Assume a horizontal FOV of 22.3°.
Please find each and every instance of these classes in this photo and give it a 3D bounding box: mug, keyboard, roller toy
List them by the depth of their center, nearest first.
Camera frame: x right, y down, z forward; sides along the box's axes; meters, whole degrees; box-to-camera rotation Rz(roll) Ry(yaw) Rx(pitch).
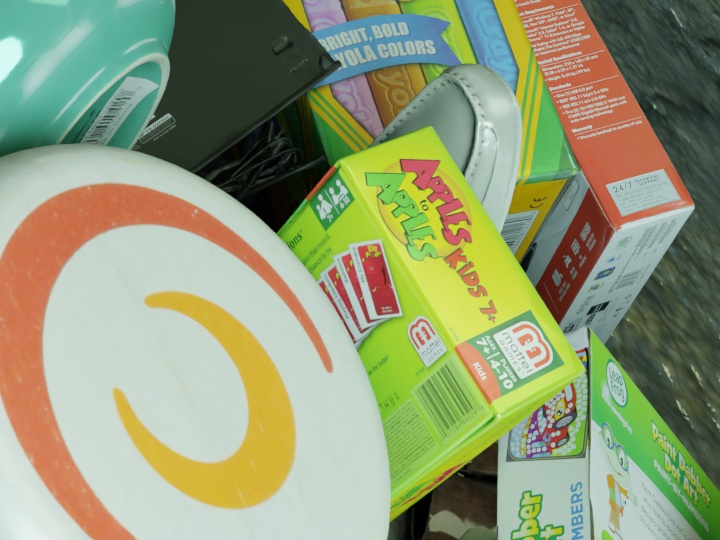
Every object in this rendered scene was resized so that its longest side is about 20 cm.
[{"bbox_3d":[-0.093,0.068,0.593,0.200,0.139,0.183,38,40,-20],"label":"roller toy"},{"bbox_3d":[-0.134,-0.085,0.643,0.114,0.185,0.152,39,58,6],"label":"mug"},{"bbox_3d":[-0.096,-0.048,0.770,0.200,0.040,0.104,-38,83,-29],"label":"keyboard"}]

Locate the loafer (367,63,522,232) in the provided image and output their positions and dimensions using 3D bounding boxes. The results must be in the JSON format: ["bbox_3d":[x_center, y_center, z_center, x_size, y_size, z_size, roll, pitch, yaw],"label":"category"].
[{"bbox_3d":[0.000,0.000,0.763,0.069,0.201,0.070,3,37,-41],"label":"loafer"}]

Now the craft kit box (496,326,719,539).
[{"bbox_3d":[0.114,0.157,0.685,0.200,0.048,0.199,48,36,-38],"label":"craft kit box"}]

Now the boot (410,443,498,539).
[{"bbox_3d":[0.091,0.169,0.876,0.166,0.072,0.201,29,35,-19],"label":"boot"}]

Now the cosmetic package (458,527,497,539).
[{"bbox_3d":[0.035,0.184,0.683,0.200,0.072,0.104,-35,133,-64],"label":"cosmetic package"}]

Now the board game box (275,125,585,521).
[{"bbox_3d":[-0.012,0.045,0.682,0.047,0.200,0.102,-22,75,-39],"label":"board game box"}]

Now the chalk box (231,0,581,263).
[{"bbox_3d":[0.004,-0.095,0.896,0.123,0.125,0.201,-10,65,-20],"label":"chalk box"}]

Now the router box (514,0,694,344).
[{"bbox_3d":[0.086,-0.049,0.977,0.048,0.200,0.180,-16,64,-21],"label":"router box"}]
